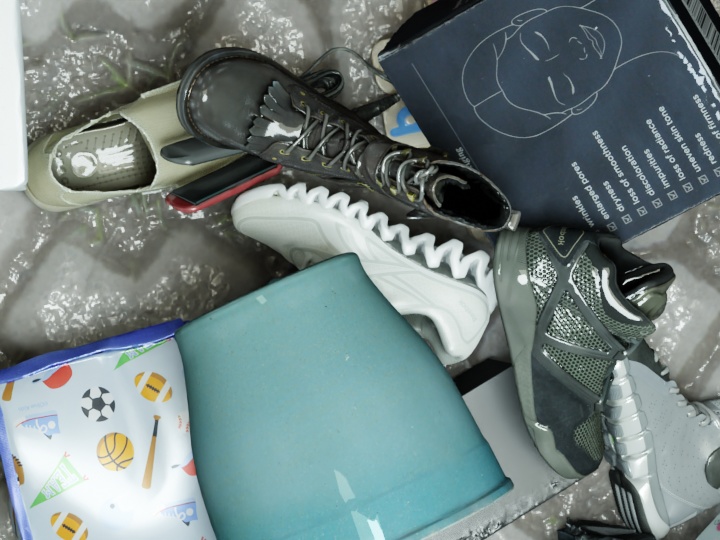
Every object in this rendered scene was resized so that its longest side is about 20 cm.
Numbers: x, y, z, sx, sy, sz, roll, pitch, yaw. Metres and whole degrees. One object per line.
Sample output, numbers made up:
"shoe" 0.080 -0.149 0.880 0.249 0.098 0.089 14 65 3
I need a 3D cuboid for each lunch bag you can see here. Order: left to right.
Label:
"lunch bag" -0.166 0.143 1.643 0.169 0.124 0.201 -15 109 -10

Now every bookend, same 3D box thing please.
"bookend" 0.031 0.105 1.690 0.198 0.092 0.201 -31 97 -10

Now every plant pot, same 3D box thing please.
"plant pot" -0.028 0.098 1.540 0.199 0.200 0.189 -24 88 -7

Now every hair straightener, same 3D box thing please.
"hair straightener" -0.052 -0.107 1.632 0.199 0.041 0.077 -22 120 -27

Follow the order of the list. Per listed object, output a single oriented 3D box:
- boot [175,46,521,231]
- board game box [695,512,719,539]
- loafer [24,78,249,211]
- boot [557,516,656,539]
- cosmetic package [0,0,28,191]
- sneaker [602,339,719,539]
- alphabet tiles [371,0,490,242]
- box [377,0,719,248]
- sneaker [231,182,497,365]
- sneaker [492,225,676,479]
"boot" -0.005 -0.082 1.543 0.199 0.174 0.070 17 96 -43
"board game box" 0.294 0.255 1.706 0.064 0.200 0.148 -11 101 33
"loafer" -0.141 -0.089 1.645 0.199 0.068 0.076 -23 100 -9
"boot" 0.188 0.278 1.687 0.076 0.200 0.169 1 100 -19
"cosmetic package" -0.310 -0.154 1.557 0.166 0.166 0.201 -3 96 -10
"sneaker" 0.231 0.093 1.742 0.115 0.075 0.201 -19 110 -13
"alphabet tiles" 0.110 -0.126 1.715 0.194 0.015 0.201 -13 99 -9
"box" 0.153 -0.125 1.616 0.196 0.124 0.201 -28 102 22
"sneaker" 0.000 0.000 1.619 0.199 0.075 0.081 21 73 0
"sneaker" 0.162 0.057 1.595 0.114 0.076 0.200 -4 119 18
